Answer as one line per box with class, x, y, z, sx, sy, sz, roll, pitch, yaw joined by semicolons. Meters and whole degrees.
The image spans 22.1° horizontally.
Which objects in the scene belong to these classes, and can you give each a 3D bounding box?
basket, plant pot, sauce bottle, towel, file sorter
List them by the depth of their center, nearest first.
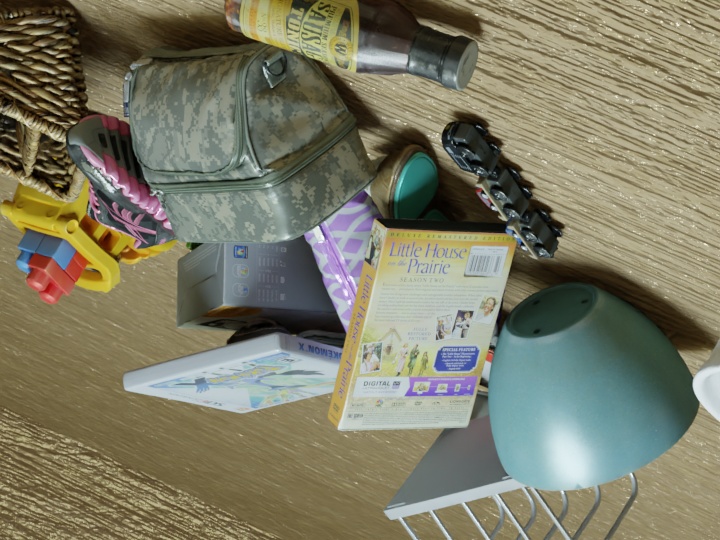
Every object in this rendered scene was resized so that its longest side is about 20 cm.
sauce bottle;-0.007;-0.188;1.421;0.200;0.066;0.066;19;160;21
plant pot;0.202;0.091;1.730;0.200;0.200;0.135;6;127;48
basket;-0.342;-0.150;1.775;0.143;0.149;0.200;-7;170;-16
file sorter;0.155;0.228;1.864;0.200;0.139;0.125;-21;110;44
towel;-0.015;0.082;1.946;0.149;0.031;0.200;8;175;-12

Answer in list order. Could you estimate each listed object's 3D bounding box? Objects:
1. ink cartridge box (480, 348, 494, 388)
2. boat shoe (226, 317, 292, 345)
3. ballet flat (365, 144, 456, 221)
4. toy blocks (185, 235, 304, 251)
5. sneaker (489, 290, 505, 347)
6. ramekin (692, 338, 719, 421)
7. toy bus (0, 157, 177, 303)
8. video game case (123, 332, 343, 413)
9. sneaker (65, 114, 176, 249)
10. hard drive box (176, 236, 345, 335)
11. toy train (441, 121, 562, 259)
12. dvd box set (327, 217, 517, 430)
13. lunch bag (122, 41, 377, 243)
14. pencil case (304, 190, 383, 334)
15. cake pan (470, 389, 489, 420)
ink cartridge box;0.125;0.101;1.951;0.162;0.050;0.200;24;-177;9
boat shoe;-0.109;0.076;1.873;0.067;0.057;0.200;-1;164;-12
ballet flat;0.040;-0.067;1.701;0.072;0.068;0.200;34;171;27
toy blocks;-0.110;-0.066;1.868;0.137;0.100;0.200;5;164;29
sneaker;0.108;0.025;1.833;0.081;0.084;0.200;20;180;-15
ramekin;0.394;0.093;1.570;0.200;0.098;0.200;25;161;9
toy bus;-0.296;-0.044;2.011;0.136;0.192;0.200;14;159;31
video game case;-0.101;0.104;1.828;0.200;0.022;0.182;-16;160;34
sneaker;-0.225;-0.073;1.716;0.095;0.079;0.200;-17;148;21
hard drive box;-0.071;0.017;1.883;0.200;0.077;0.156;4;168;-22
toy train;0.123;-0.068;1.612;0.046;0.034;0.200;16;159;40
dvd box set;0.056;0.051;1.684;0.146;0.200;0.029;0;-157;-31
lunch bag;-0.109;-0.123;1.631;0.200;0.139;0.168;3;122;49
pencil case;0.000;0.000;1.765;0.084;0.086;0.200;-21;104;23
cake pan;0.060;0.138;2.017;0.200;0.037;0.200;11;175;1
